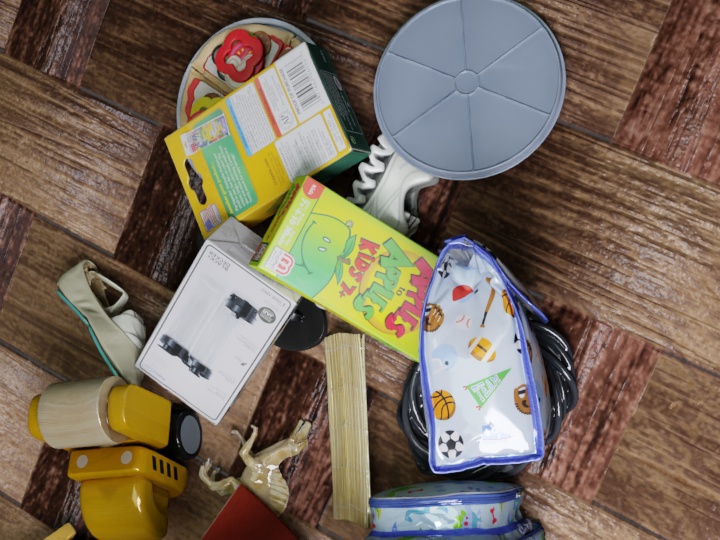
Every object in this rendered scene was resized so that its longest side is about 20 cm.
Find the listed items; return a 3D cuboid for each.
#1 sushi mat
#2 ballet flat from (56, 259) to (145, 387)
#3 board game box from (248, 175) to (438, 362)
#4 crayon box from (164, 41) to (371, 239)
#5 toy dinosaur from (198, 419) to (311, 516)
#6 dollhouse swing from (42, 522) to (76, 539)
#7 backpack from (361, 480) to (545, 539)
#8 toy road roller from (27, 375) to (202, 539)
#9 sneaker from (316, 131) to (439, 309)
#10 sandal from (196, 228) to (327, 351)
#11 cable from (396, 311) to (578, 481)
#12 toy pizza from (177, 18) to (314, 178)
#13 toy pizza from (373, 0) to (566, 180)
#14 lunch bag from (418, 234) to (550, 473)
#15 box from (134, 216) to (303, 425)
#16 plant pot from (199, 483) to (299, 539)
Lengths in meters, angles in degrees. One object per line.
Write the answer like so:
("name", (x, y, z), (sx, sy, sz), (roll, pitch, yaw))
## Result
("sushi mat", (-0.012, 0.166, 1.190), (0.012, 0.096, 0.202), (-2, 87, -22))
("ballet flat", (-0.285, 0.056, 1.290), (0.070, 0.069, 0.200), (-54, 53, 12))
("board game box", (0.000, 0.000, 1.130), (0.199, 0.048, 0.102), (31, 83, -17))
("crayon box", (-0.100, -0.132, 1.187), (0.199, 0.051, 0.127), (-29, 78, 24))
("toy dinosaur", (-0.127, 0.244, 1.241), (0.101, 0.058, 0.202), (29, 99, 19))
("dollhouse swing", (-0.353, 0.450, 1.341), (0.181, 0.176, 0.200), (-34, 72, -25))
("backpack", (0.075, 0.278, 1.081), (0.181, 0.200, 0.149), (-8, 86, 22))
("toy road roller", (-0.264, 0.210, 1.224), (0.122, 0.200, 0.148), (-8, 63, 21))
("sneaker", (0.012, -0.042, 1.188), (0.081, 0.075, 0.201), (30, 100, 11))
("sandal", (-0.118, 0.016, 1.249), (0.200, 0.045, 0.075), (44, 104, 17))
("cable", (0.126, 0.130, 1.151), (0.163, 0.051, 0.201), (36, 97, 14))
("toy pizza", (-0.122, -0.181, 1.257), (0.198, 0.032, 0.203), (-1, 88, 22))
("toy pizza", (0.111, -0.187, 1.158), (0.198, 0.032, 0.203), (-3, 76, 14))
("lunch bag", (0.115, 0.071, 1.042), (0.122, 0.170, 0.202), (-10, 85, 9))
("box", (-0.147, 0.056, 1.202), (0.116, 0.060, 0.201), (34, 123, 1))
("plant pot", (-0.124, 0.382, 1.158), (0.175, 0.200, 0.201), (32, 114, 3))
